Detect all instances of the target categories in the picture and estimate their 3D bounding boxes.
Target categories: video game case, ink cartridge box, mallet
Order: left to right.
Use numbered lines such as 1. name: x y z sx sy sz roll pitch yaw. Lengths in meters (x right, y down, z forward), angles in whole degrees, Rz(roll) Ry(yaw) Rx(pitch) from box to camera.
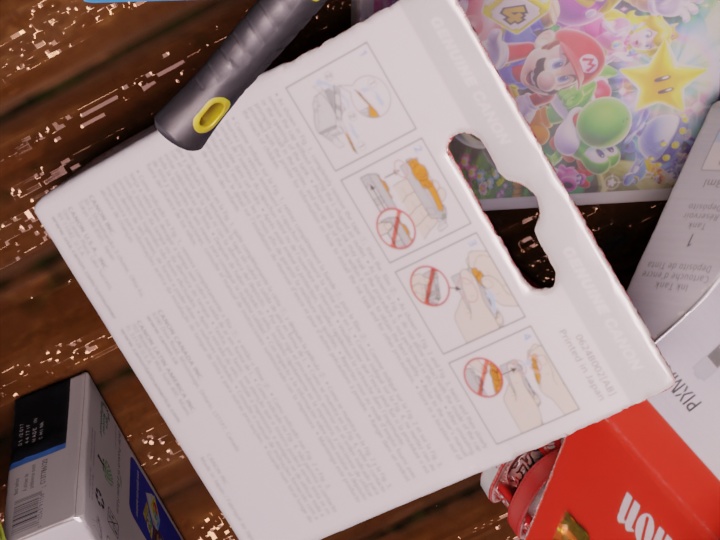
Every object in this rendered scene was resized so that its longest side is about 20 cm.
1. ink cartridge box: -0.083 0.147 1.058 0.039 0.100 0.201 -23 120 9
2. ink cartridge box: 0.000 0.000 0.930 0.199 0.047 0.161 -26 99 34
3. mallet: 0.013 -0.109 0.794 0.066 0.041 0.200 14 125 -41
4. video game case: 0.096 -0.090 0.971 0.199 0.018 0.144 -3 121 -7
5. ink cartridge box: 0.148 0.063 0.970 0.047 0.201 0.160 4 149 42

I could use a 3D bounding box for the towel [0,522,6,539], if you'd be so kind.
1. towel: -0.220 0.046 0.970 0.143 0.023 0.201 -18 86 4

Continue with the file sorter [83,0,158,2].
1. file sorter: 0.007 -0.179 0.852 0.199 0.123 0.139 -2 122 -4

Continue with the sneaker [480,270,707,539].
1. sneaker: 0.048 0.044 1.001 0.201 0.108 0.067 26 116 -20
